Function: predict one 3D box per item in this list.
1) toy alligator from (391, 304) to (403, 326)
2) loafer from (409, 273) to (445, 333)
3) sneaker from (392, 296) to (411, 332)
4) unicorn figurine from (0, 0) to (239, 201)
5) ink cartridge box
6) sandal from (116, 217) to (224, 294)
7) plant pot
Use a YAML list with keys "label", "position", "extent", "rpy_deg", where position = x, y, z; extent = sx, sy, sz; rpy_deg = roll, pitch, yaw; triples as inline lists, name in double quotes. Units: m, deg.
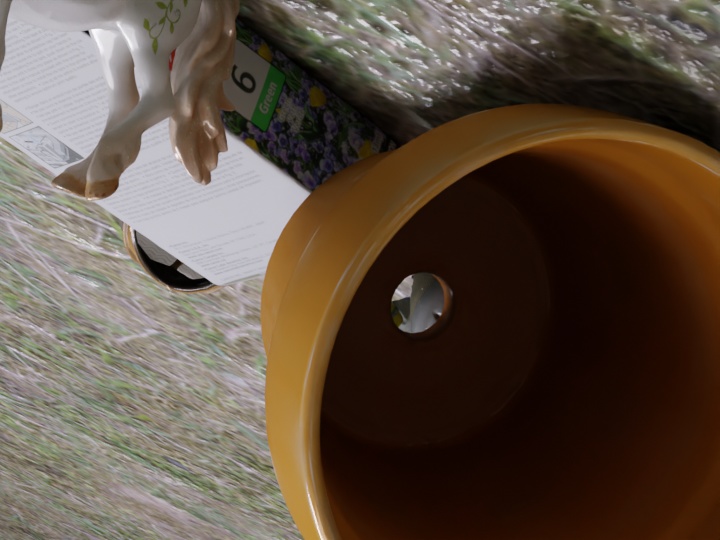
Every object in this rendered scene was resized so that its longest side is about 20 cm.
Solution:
- label: "toy alligator"
  position: [0.000, 0.000, 1.193]
  extent: [0.059, 0.054, 0.200]
  rpy_deg: [51, 169, -5]
- label: "loafer"
  position: [0.097, 0.042, 1.188]
  extent: [0.200, 0.075, 0.070]
  rpy_deg: [35, -165, -32]
- label: "sneaker"
  position: [0.075, 0.093, 1.245]
  extent: [0.072, 0.072, 0.201]
  rpy_deg: [-4, -124, -50]
- label: "unicorn figurine"
  position: [-0.113, -0.103, 0.963]
  extent: [0.074, 0.138, 0.200]
  rpy_deg: [19, -179, 31]
- label: "ink cartridge box"
  position: [-0.088, -0.071, 1.095]
  extent: [0.200, 0.051, 0.109]
  rpy_deg: [36, 148, -30]
- label: "sandal"
  position: [-0.075, -0.018, 1.278]
  extent: [0.081, 0.055, 0.200]
  rpy_deg: [29, 164, -14]
- label: "plant pot"
  position: [0.046, 0.030, 1.010]
  extent: [0.200, 0.201, 0.183]
  rpy_deg: [33, 179, -22]
